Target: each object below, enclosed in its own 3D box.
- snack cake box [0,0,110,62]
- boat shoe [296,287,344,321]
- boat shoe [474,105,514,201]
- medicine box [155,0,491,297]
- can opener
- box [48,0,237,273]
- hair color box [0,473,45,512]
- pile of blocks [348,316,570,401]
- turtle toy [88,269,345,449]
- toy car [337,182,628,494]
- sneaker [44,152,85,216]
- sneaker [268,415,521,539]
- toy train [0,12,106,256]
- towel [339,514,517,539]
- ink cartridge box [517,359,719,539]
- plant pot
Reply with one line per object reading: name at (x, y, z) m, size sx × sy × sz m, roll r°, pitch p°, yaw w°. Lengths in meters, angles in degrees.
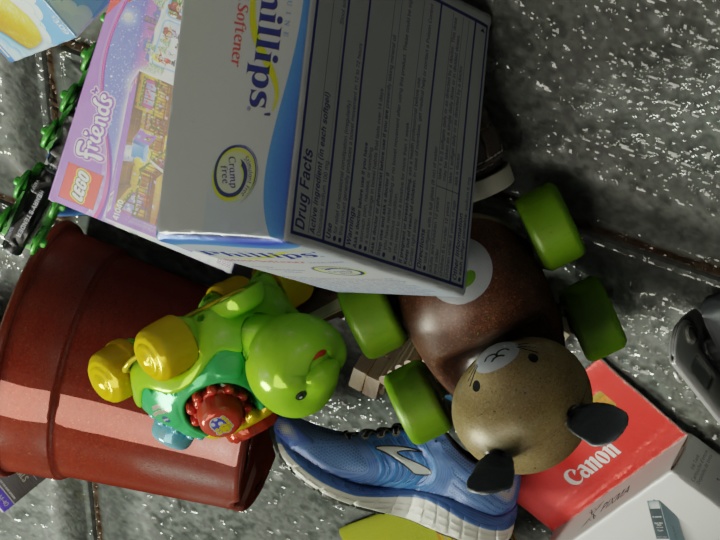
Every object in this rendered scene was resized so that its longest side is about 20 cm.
snack cake box at (-0.257, -0.242, 1.613) m, size 0.200 × 0.067 × 0.115 m, roll 49°, pitch 155°, yaw -18°
boat shoe at (-0.001, 0.006, 1.711) m, size 0.074 × 0.075 × 0.202 m, roll 18°, pitch 163°, yaw -26°
boat shoe at (0.013, -0.076, 1.617) m, size 0.199 × 0.072 × 0.060 m, roll -1°, pitch 113°, yaw 42°
medicine box at (-0.018, -0.090, 1.468) m, size 0.102 × 0.184 × 0.199 m, roll 1°, pitch 170°, yaw 35°
can opener at (0.275, 0.104, 1.633) m, size 0.066 × 0.053 × 0.200 m, roll -15°, pitch 121°, yaw 43°
box at (-0.113, -0.116, 1.600) m, size 0.136 × 0.039 × 0.201 m, roll 22°, pitch 110°, yaw 3°
hair color box at (-0.326, 0.110, 1.978) m, size 0.110 × 0.065 × 0.200 m, roll 55°, pitch 168°, yaw -25°
pile of blocks at (0.066, 0.074, 1.741) m, size 0.199 × 0.062 × 0.082 m, roll -21°, pitch 117°, yaw 46°
turtle toy at (-0.084, 0.062, 1.642) m, size 0.200 × 0.145 × 0.102 m, roll -23°, pitch 96°, yaw 57°
toy car at (0.096, 0.068, 1.559) m, size 0.163 × 0.200 × 0.158 m, roll -26°, pitch 122°, yaw 4°
sneaker at (-0.147, -0.068, 1.726) m, size 0.199 × 0.082 × 0.074 m, roll -1°, pitch 129°, yaw 34°
sneaker at (0.028, 0.135, 1.797) m, size 0.198 × 0.079 × 0.090 m, roll 17°, pitch 98°, yaw -8°
toy train at (-0.196, -0.099, 1.674) m, size 0.042 × 0.056 × 0.201 m, roll 30°, pitch 103°, yaw -1°
towel at (0.056, 0.221, 1.912) m, size 0.200 × 0.018 × 0.087 m, roll -28°, pitch 85°, yaw 53°
ink cartridge box at (0.186, 0.172, 1.774) m, size 0.176 × 0.045 × 0.200 m, roll 37°, pitch 142°, yaw -5°
plant pot at (-0.157, 0.084, 1.820) m, size 0.194 × 0.202 × 0.202 m, roll 15°, pitch 139°, yaw 9°
